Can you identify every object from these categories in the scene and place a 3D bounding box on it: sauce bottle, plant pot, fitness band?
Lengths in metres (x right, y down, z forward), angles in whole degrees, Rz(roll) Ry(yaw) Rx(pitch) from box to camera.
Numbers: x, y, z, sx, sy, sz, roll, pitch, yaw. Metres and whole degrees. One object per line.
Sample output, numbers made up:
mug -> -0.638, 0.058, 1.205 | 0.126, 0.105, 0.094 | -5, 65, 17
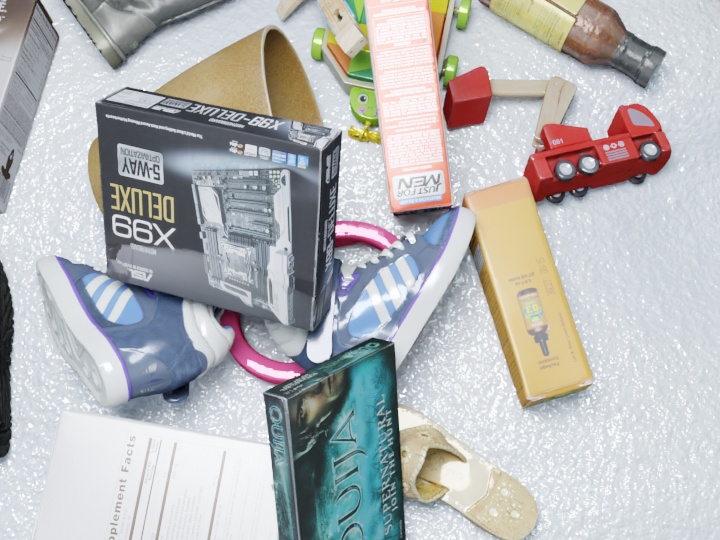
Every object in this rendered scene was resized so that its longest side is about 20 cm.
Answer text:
sauce bottle -> 0.215, -0.252, 0.958 | 0.198, 0.066, 0.066 | 36, 77, 9
plant pot -> -0.143, -0.105, 0.874 | 0.196, 0.186, 0.191 | -14, 73, 14
fitness band -> -0.037, 0.030, 0.893 | 0.195, 0.037, 0.147 | -12, 75, -2

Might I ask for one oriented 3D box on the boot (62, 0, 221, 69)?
boot -> -0.220, -0.327, 0.978 | 0.199, 0.073, 0.183 | -37, 91, -3

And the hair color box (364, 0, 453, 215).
hair color box -> 0.045, -0.156, 0.878 | 0.062, 0.111, 0.205 | -6, 92, 4

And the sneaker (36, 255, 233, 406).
sneaker -> -0.200, 0.036, 0.863 | 0.144, 0.082, 0.200 | -20, 40, -29

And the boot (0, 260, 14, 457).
boot -> -0.406, 0.079, 0.858 | 0.154, 0.080, 0.216 | -5, 74, -1

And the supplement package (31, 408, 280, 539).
supplement package -> -0.156, 0.198, 0.801 | 0.195, 0.121, 0.123 | 9, 76, 3

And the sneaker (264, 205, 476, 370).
sneaker -> 0.000, 0.000, 0.841 | 0.145, 0.081, 0.202 | 31, 85, 2

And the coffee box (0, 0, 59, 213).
coffee box -> -0.387, -0.173, 0.930 | 0.112, 0.080, 0.204 | 10, 74, 3

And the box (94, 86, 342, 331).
box -> -0.116, -0.051, 0.769 | 0.196, 0.161, 0.050 | 14, 29, 15

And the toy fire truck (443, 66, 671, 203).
toy fire truck -> 0.193, -0.143, 0.931 | 0.196, 0.049, 0.144 | -13, 66, -9

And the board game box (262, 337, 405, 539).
board game box -> -0.015, 0.172, 0.765 | 0.028, 0.134, 0.205 | 8, 110, 39

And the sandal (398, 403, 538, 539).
sandal -> 0.064, 0.171, 0.834 | 0.209, 0.070, 0.079 | 27, 76, 8

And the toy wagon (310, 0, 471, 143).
toy wagon -> 0.027, -0.230, 0.965 | 0.152, 0.040, 0.204 | 12, 74, 4

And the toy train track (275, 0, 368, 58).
toy train track -> -0.040, -0.281, 0.936 | 0.114, 0.032, 0.202 | -41, 47, 18

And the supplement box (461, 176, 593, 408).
supplement box -> 0.152, 0.021, 0.880 | 0.065, 0.069, 0.204 | -14, 73, -3
